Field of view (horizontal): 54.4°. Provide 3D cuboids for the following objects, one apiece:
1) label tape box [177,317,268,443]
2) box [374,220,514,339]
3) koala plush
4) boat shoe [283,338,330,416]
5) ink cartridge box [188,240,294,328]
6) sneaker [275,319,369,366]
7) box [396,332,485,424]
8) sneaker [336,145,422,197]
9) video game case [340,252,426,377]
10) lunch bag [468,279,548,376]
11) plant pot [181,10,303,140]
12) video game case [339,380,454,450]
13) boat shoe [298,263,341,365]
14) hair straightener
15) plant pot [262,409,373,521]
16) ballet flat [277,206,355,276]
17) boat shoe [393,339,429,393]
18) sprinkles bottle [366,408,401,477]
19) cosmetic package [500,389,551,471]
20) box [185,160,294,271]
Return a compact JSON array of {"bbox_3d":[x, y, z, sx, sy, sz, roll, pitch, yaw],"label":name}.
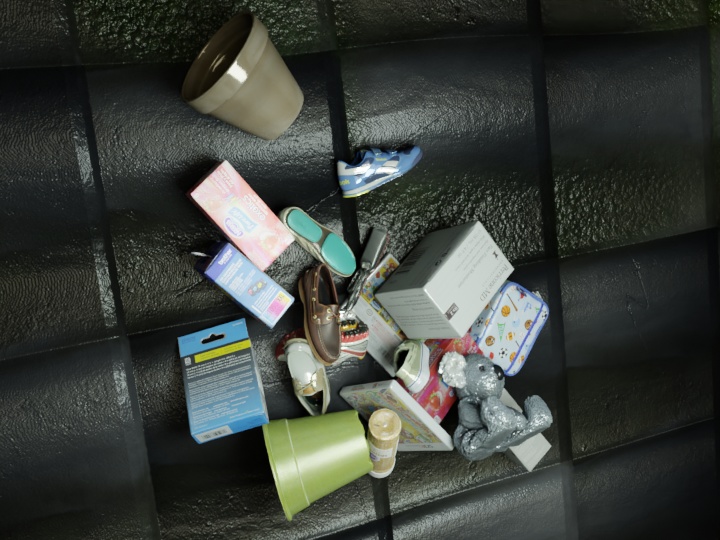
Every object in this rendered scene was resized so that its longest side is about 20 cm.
[{"bbox_3d":[-0.266,0.212,1.355,0.142,0.064,0.203,-15,60,-3],"label":"label tape box"},{"bbox_3d":[0.168,0.024,1.430,0.131,0.199,0.199,49,65,-15],"label":"box"},{"bbox_3d":[0.243,0.255,1.403,0.175,0.184,0.202,7,51,-39],"label":"koala plush"},{"bbox_3d":[-0.100,0.216,1.393,0.073,0.069,0.202,-14,134,9],"label":"boat shoe"},{"bbox_3d":[-0.236,0.014,1.336,0.200,0.136,0.077,44,78,-18],"label":"ink cartridge box"},{"bbox_3d":[-0.076,0.164,1.440,0.196,0.078,0.084,-7,117,-7],"label":"sneaker"},{"bbox_3d":[0.163,0.222,1.498,0.096,0.099,0.200,50,64,-17],"label":"box"},{"bbox_3d":[0.039,-0.222,1.446,0.198,0.074,0.083,-27,102,-16],"label":"sneaker"},{"bbox_3d":[0.065,0.097,1.516,0.182,0.023,0.200,-47,108,-10],"label":"video game case"},{"bbox_3d":[0.337,0.127,1.592,0.159,0.075,0.202,33,85,-22],"label":"lunch bag"},{"bbox_3d":[-0.203,-0.339,1.297,0.173,0.199,0.202,38,83,-35],"label":"plant pot"},{"bbox_3d":[0.074,0.305,1.452,0.200,0.181,0.023,47,56,-17],"label":"video game case"},{"bbox_3d":[-0.073,0.082,1.377,0.070,0.070,0.203,12,53,-47],"label":"boat shoe"},{"bbox_3d":[0.000,0.000,1.444,0.040,0.077,0.202,27,81,14],"label":"hair straightener"},{"bbox_3d":[-0.079,0.360,1.379,0.187,0.200,0.203,-17,101,-6],"label":"plant pot"},{"bbox_3d":[-0.088,-0.062,1.424,0.200,0.062,0.068,43,71,-25],"label":"ballet flat"},{"bbox_3d":[0.099,0.178,1.422,0.062,0.200,0.072,43,99,-11],"label":"boat shoe"},{"bbox_3d":[0.044,0.360,1.450,0.067,0.069,0.202,-20,146,-17],"label":"sprinkles bottle"},{"bbox_3d":[0.330,0.348,1.594,0.090,0.107,0.200,-46,107,-9],"label":"cosmetic package"},{"bbox_3d":[-0.231,-0.104,1.344,0.095,0.102,0.200,-45,109,-10],"label":"box"}]
